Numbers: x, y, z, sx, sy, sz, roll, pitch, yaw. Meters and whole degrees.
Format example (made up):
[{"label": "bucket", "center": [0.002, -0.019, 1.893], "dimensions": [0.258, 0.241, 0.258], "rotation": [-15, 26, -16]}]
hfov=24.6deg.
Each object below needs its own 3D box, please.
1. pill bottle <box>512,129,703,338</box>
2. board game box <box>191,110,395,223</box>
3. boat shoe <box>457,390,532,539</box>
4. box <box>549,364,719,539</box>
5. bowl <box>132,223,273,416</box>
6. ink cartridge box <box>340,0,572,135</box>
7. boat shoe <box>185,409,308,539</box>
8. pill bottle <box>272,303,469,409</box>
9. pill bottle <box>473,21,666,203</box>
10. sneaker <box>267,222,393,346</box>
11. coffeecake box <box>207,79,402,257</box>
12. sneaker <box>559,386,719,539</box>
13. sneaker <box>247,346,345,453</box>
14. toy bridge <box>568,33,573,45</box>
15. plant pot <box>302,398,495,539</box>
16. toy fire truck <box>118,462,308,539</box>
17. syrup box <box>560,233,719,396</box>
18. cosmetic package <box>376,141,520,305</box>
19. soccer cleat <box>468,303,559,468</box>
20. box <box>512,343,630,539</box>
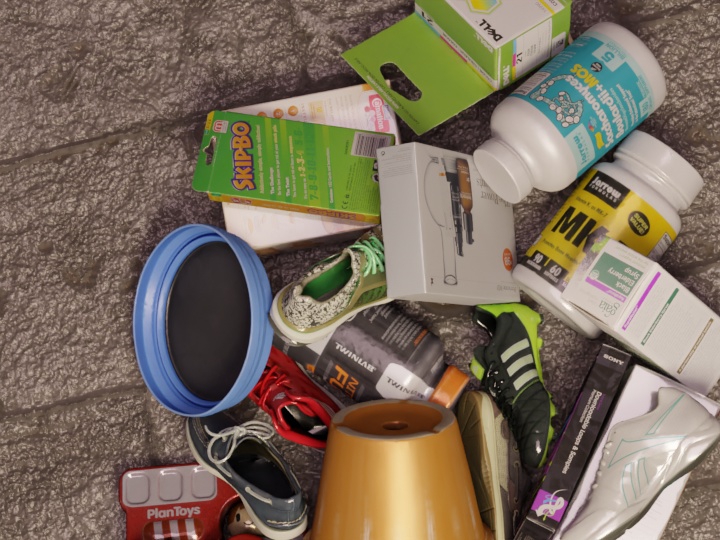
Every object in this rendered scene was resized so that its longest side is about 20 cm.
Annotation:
[{"label": "pill bottle", "center": [0.259, -0.039, 1.712], "dimensions": [0.114, 0.114, 0.200], "rotation": [37, 88, 8]}, {"label": "board game box", "center": [-0.069, -0.108, 1.708], "dimensions": [0.199, 0.030, 0.096], "rotation": [9, 69, 5]}, {"label": "boat shoe", "center": [0.148, 0.223, 1.715], "dimensions": [0.066, 0.072, 0.202], "rotation": [-6, 86, -21]}, {"label": "box", "center": [0.276, 0.207, 1.678], "dimensions": [0.097, 0.124, 0.201], "rotation": [25, 87, 7]}, {"label": "bowl", "center": [-0.164, 0.053, 1.725], "dimensions": [0.200, 0.039, 0.202], "rotation": [-4, 84, 45]}, {"label": "ink cartridge box", "center": [0.099, -0.252, 1.722], "dimensions": [0.200, 0.076, 0.148], "rotation": [-32, 61, -17]}, {"label": "boat shoe", "center": [-0.120, 0.194, 1.705], "dimensions": [0.075, 0.062, 0.200], "rotation": [-17, 43, -24]}, {"label": "pill bottle", "center": [0.014, 0.087, 1.724], "dimensions": [0.200, 0.106, 0.106], "rotation": [33, 88, 8]}, {"label": "pill bottle", "center": [0.211, -0.157, 1.695], "dimensions": [0.200, 0.111, 0.111], "rotation": [-41, 82, -14]}, {"label": "sneaker", "center": [0.000, 0.000, 1.654], "dimensions": [0.200, 0.089, 0.077], "rotation": [-37, 79, -23]}, {"label": "coffeecake box", "center": [-0.050, -0.106, 1.768], "dimensions": [0.199, 0.073, 0.154], "rotation": [-10, 83, 4]}, {"label": "sneaker", "center": [0.258, 0.195, 1.590], "dimensions": [0.200, 0.070, 0.080], "rotation": [-43, 73, -7]}, {"label": "sneaker", "center": [-0.091, 0.115, 1.726], "dimensions": [0.200, 0.116, 0.078], "rotation": [35, 88, 8]}, {"label": "toy bridge", "center": [0.209, -0.187, 1.776], "dimensions": [0.067, 0.027, 0.201], "rotation": [6, 83, 5]}, {"label": "plant pot", "center": [0.035, 0.233, 1.633], "dimensions": [0.199, 0.200, 0.184], "rotation": [-1, 105, 5]}, {"label": "toy fire truck", "center": [-0.154, 0.276, 1.727], "dimensions": [0.199, 0.112, 0.169], "rotation": [-7, 65, 4]}, {"label": "syrup box", "center": [0.295, 0.048, 1.654], "dimensions": [0.079, 0.200, 0.082], "rotation": [33, 88, 45]}, {"label": "cosmetic package", "center": [0.093, -0.043, 1.686], "dimensions": [0.051, 0.200, 0.152], "rotation": [-6, 84, 33]}, {"label": "soccer cleat", "center": [0.154, 0.117, 1.692], "dimensions": [0.081, 0.068, 0.201], "rotation": [5, 48, -10]}, {"label": "box", "center": [0.207, 0.186, 1.650], "dimensions": [0.036, 0.143, 0.200], "rotation": [26, 67, 8]}]
